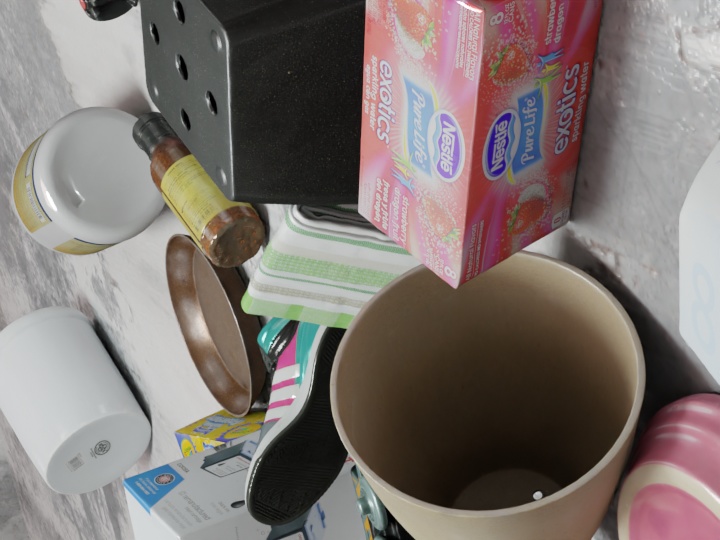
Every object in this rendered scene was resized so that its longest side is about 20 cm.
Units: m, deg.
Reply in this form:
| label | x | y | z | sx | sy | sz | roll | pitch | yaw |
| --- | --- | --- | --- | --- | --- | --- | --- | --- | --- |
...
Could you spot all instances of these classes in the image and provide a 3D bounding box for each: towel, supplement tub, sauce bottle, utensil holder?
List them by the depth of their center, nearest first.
| label | x | y | z | sx | sy | sz | roll | pitch | yaw |
| --- | --- | --- | --- | --- | --- | --- | --- | --- | --- |
| towel | 0.000 | 0.000 | 1.136 | 0.200 | 0.148 | 0.031 | 128 | 151 | -66 |
| sauce bottle | -0.161 | -0.084 | 1.510 | 0.200 | 0.066 | 0.066 | 52 | 152 | 37 |
| supplement tub | -0.299 | -0.092 | 1.709 | 0.200 | 0.144 | 0.145 | -12 | 98 | 67 |
| utensil holder | -0.395 | 0.176 | 2.129 | 0.200 | 0.169 | 0.170 | 50 | 151 | 32 |

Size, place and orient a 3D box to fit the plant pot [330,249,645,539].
| label | x | y | z | sx | sy | sz | roll | pitch | yaw |
| --- | --- | --- | --- | --- | --- | --- | --- | --- | --- |
| plant pot | 0.090 | 0.119 | 1.006 | 0.187 | 0.187 | 0.200 | 52 | 167 | 35 |

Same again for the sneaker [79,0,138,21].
| label | x | y | z | sx | sy | sz | roll | pitch | yaw |
| --- | --- | --- | --- | --- | --- | --- | --- | --- | --- |
| sneaker | -0.255 | -0.335 | 1.502 | 0.098 | 0.071 | 0.201 | 55 | 155 | 26 |

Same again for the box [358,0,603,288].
| label | x | y | z | sx | sy | sz | roll | pitch | yaw |
| --- | --- | --- | --- | --- | --- | --- | --- | --- | --- |
| box | 0.066 | -0.105 | 0.917 | 0.095 | 0.102 | 0.201 | 39 | 143 | 33 |

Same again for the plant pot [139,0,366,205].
| label | x | y | z | sx | sy | sz | roll | pitch | yaw |
| --- | --- | --- | --- | --- | --- | --- | --- | --- | --- |
| plant pot | -0.039 | -0.156 | 1.031 | 0.200 | 0.177 | 0.201 | 51 | 152 | 38 |

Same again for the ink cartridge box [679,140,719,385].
| label | x | y | z | sx | sy | sz | roll | pitch | yaw |
| --- | --- | --- | --- | --- | --- | --- | --- | --- | --- |
| ink cartridge box | 0.194 | -0.017 | 0.728 | 0.160 | 0.047 | 0.201 | -112 | 11 | -60 |

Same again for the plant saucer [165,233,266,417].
| label | x | y | z | sx | sy | sz | roll | pitch | yaw |
| --- | --- | --- | --- | --- | --- | --- | --- | --- | --- |
| plant saucer | -0.146 | 0.053 | 1.630 | 0.200 | 0.034 | 0.201 | 47 | 147 | 43 |

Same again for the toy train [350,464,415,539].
| label | x | y | z | sx | sy | sz | roll | pitch | yaw |
| --- | --- | --- | --- | --- | --- | --- | --- | --- | --- |
| toy train | 0.039 | 0.221 | 1.301 | 0.114 | 0.085 | 0.201 | -151 | 44 | -71 |

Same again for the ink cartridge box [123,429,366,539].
| label | x | y | z | sx | sy | sz | roll | pitch | yaw |
| --- | --- | --- | --- | --- | --- | --- | --- | --- | --- |
| ink cartridge box | -0.096 | 0.218 | 1.439 | 0.146 | 0.199 | 0.086 | 26 | 131 | 58 |

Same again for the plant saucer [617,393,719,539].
| label | x | y | z | sx | sy | sz | roll | pitch | yaw |
| --- | --- | --- | --- | --- | --- | --- | --- | --- | --- |
| plant saucer | 0.212 | 0.172 | 0.903 | 0.201 | 0.051 | 0.201 | 49 | 150 | 40 |

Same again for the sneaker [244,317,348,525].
| label | x | y | z | sx | sy | sz | roll | pitch | yaw |
| --- | --- | --- | --- | --- | --- | --- | --- | --- | --- |
| sneaker | -0.055 | 0.107 | 1.337 | 0.201 | 0.083 | 0.121 | -64 | 23 | 5 |

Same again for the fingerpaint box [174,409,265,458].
| label | x | y | z | sx | sy | sz | roll | pitch | yaw |
| --- | --- | --- | --- | --- | --- | --- | --- | --- | --- |
| fingerpaint box | -0.106 | 0.234 | 1.635 | 0.200 | 0.073 | 0.168 | -7 | 105 | 66 |
